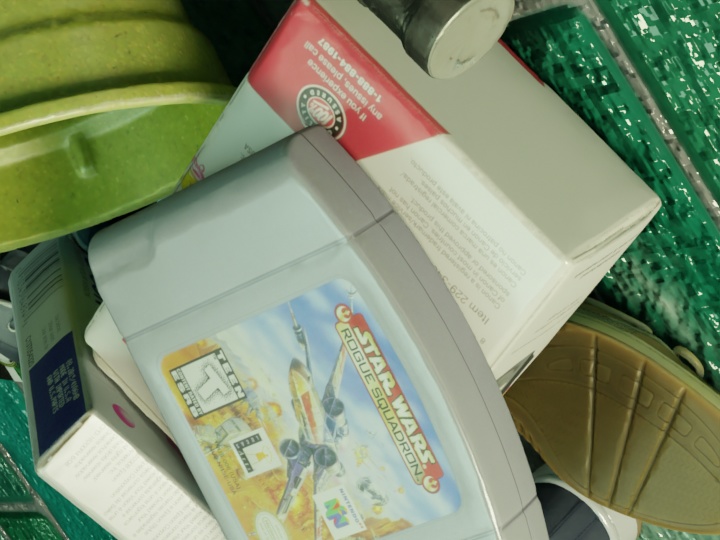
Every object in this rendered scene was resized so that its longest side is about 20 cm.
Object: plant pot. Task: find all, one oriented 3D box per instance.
[{"bbox_3d":[-0.160,-0.119,0.976,0.200,0.199,0.186,-34,72,62],"label":"plant pot"}]

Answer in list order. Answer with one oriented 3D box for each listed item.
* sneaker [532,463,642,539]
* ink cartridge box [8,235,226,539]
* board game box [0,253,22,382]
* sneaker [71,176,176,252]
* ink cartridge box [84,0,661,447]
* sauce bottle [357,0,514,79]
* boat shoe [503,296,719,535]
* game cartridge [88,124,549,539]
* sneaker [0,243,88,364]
[{"bbox_3d":[0.053,0.160,1.116,0.070,0.108,0.200,45,152,7],"label":"sneaker"},{"bbox_3d":[-0.070,0.090,1.058,0.200,0.043,0.197,42,-171,-24],"label":"ink cartridge box"},{"bbox_3d":[-0.251,-0.019,1.410,0.104,0.023,0.201,-1,125,52],"label":"board game box"},{"bbox_3d":[-0.121,-0.047,1.130,0.199,0.082,0.074,1,127,54],"label":"sneaker"},{"bbox_3d":[0.000,0.000,0.937,0.148,0.085,0.200,45,129,11],"label":"ink cartridge box"},{"bbox_3d":[-0.024,-0.146,0.837,0.200,0.065,0.065,45,153,22],"label":"sauce bottle"},{"bbox_3d":[0.088,0.041,0.985,0.200,0.063,0.074,24,120,27],"label":"boat shoe"},{"bbox_3d":[-0.011,0.053,0.891,0.133,0.041,0.201,-23,96,43],"label":"game cartridge"},{"bbox_3d":[-0.132,0.015,1.227,0.146,0.077,0.203,35,150,17],"label":"sneaker"}]
